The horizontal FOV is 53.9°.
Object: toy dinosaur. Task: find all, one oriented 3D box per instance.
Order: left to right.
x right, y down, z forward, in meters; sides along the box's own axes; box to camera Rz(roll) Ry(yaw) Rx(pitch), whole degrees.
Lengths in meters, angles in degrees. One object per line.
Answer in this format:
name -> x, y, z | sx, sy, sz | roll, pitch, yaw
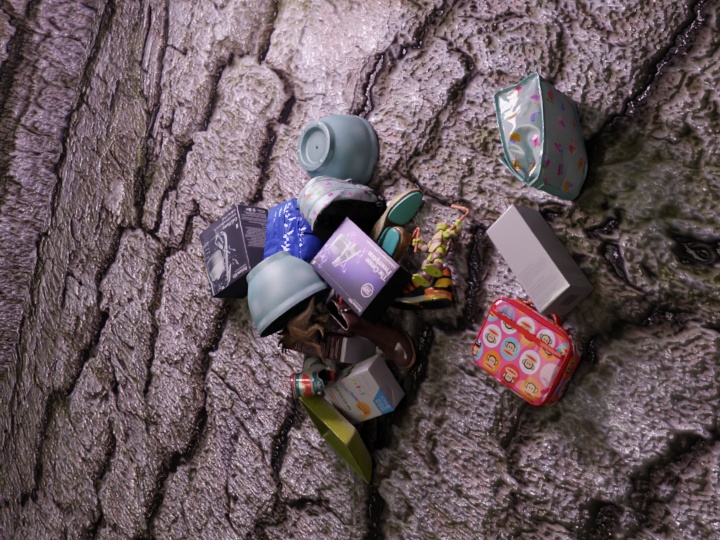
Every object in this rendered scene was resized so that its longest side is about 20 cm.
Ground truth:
toy dinosaur -> -0.139, 0.136, 1.635 | 0.132, 0.202, 0.087 | 10, 55, 7

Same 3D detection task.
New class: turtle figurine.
turtle figurine -> 0.161, -0.045, 1.537 | 0.198, 0.064, 0.164 | -25, 35, 49

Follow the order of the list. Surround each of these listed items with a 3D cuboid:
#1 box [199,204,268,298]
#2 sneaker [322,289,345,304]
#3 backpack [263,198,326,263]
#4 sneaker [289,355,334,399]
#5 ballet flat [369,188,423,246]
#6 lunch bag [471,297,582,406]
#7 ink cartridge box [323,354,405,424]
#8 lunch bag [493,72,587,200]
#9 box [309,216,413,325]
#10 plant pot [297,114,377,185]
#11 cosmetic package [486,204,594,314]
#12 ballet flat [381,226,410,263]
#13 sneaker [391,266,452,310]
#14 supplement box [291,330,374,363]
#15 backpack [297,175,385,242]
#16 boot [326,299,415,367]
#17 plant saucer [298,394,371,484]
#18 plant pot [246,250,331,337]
box -> -0.343, -0.049, 2.011 | 0.198, 0.122, 0.201 | -30, 68, 38
sneaker -> -0.044, 0.016, 1.719 | 0.096, 0.071, 0.204 | 28, 119, 18
backpack -> -0.147, -0.079, 1.800 | 0.166, 0.160, 0.206 | -18, 65, 42
sneaker -> -0.097, 0.250, 1.667 | 0.091, 0.200, 0.072 | -7, 96, 15
ballet flat -> 0.073, -0.120, 1.656 | 0.071, 0.070, 0.202 | 50, 119, 34
lunch bag -> 0.327, 0.145, 1.377 | 0.199, 0.081, 0.180 | 34, 106, 38
ink cartridge box -> -0.007, 0.288, 1.660 | 0.198, 0.068, 0.116 | -29, 99, 39
lunch bag -> 0.341, -0.236, 1.328 | 0.120, 0.168, 0.206 | -17, 72, 40
box -> 0.000, 0.000, 1.575 | 0.142, 0.078, 0.200 | -51, 54, 6
plant pot -> -0.072, -0.294, 1.753 | 0.197, 0.132, 0.206 | -5, 83, 43
cosmetic package -> 0.342, -0.022, 1.354 | 0.085, 0.106, 0.202 | -48, 55, 30
ballet flat -> 0.060, -0.012, 1.649 | 0.068, 0.071, 0.203 | 43, 116, 36
sneaker -> 0.128, 0.036, 1.593 | 0.197, 0.069, 0.092 | -4, 69, 43
supplement box -> -0.070, 0.182, 1.734 | 0.197, 0.107, 0.063 | 5, 86, 43
backpack -> -0.054, -0.140, 1.683 | 0.127, 0.197, 0.169 | 47, 118, 35
boot -> 0.022, 0.144, 1.606 | 0.200, 0.164, 0.073 | 48, 114, 35
plant saucer -> -0.049, 0.386, 1.677 | 0.048, 0.202, 0.199 | -39, 48, -17
plant pot -> -0.183, 0.042, 1.641 | 0.200, 0.199, 0.136 | -40, 80, 34
